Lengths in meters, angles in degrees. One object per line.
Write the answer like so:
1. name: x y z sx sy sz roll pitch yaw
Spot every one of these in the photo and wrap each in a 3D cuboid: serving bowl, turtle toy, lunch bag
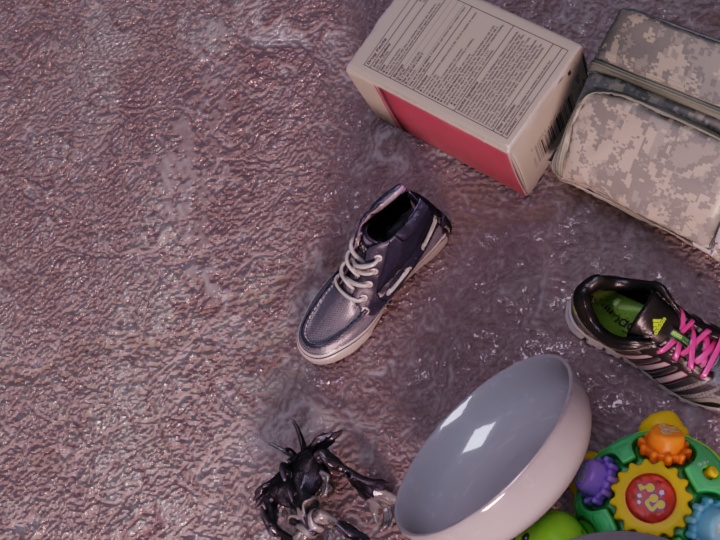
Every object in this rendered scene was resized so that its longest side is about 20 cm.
1. serving bowl: 0.122 0.165 0.884 0.200 0.200 0.066 -45 100 -1
2. turtle toy: 0.221 0.204 0.862 0.200 0.101 0.146 -29 64 7
3. lunch bag: 0.289 -0.119 0.945 0.200 0.139 0.168 30 99 26

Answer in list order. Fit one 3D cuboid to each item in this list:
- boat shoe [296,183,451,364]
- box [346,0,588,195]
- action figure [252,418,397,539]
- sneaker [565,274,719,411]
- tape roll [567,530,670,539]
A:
1. boat shoe: 0.000 0.000 1.018 0.075 0.093 0.200 39 86 27
2. box: 0.110 -0.185 1.040 0.200 0.109 0.128 33 84 26
3. action figure: -0.031 0.229 0.945 0.119 0.102 0.200 -38 37 12
4. sneaker: 0.266 0.059 0.908 0.200 0.087 0.074 27 81 25
5. tape roll: 0.203 0.303 0.796 0.200 0.066 0.200 5 108 15
